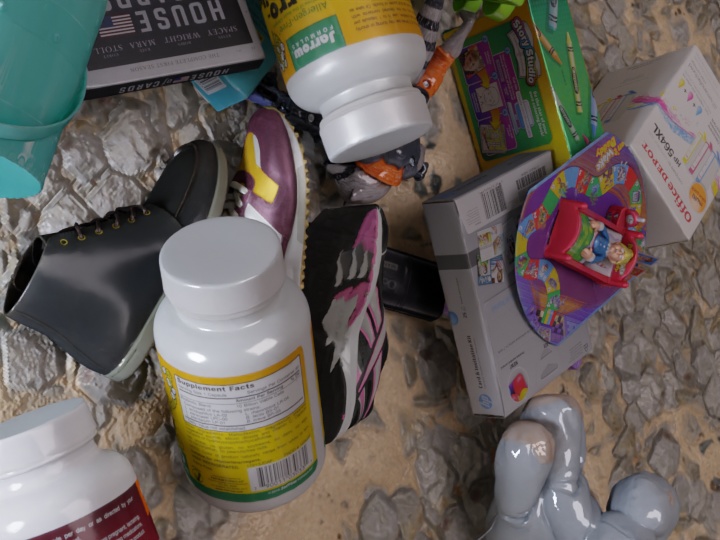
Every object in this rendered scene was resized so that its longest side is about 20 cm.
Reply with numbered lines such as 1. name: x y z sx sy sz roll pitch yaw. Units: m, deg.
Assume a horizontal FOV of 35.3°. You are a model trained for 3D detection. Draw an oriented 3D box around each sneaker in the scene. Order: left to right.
1. sneaker: -0.175 -0.030 0.835 0.106 0.075 0.201 34 65 -29
2. sneaker: -0.093 -0.027 0.880 0.090 0.075 0.202 -3 100 -21
3. sneaker: -0.011 0.040 0.948 0.086 0.080 0.201 -4 109 -59

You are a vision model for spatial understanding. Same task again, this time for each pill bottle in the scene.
1. pill bottle: -0.191 0.195 0.764 0.113 0.113 0.201 -24 98 -38
2. pill bottle: -0.087 0.067 0.815 0.113 0.112 0.201 -37 137 -36
3. pill bottle: -0.015 -0.192 0.874 0.112 0.113 0.201 -14 84 -38

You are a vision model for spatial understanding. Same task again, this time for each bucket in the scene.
1. bucket: -0.269 -0.136 0.705 0.206 0.207 0.136 18 76 -35

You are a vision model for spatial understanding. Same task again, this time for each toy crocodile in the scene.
1. toy crocodile: 0.097 -0.269 1.025 0.067 0.200 0.062 20 99 -22

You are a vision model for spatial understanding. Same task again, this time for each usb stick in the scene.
1. usb stick: 0.000 0.000 0.996 0.199 0.033 0.056 16 81 -36

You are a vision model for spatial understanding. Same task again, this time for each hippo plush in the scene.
1. hippo plush: 0.199 0.213 1.005 0.200 0.160 0.160 -51 151 -34

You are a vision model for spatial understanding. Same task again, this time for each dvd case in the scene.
1. dvd case: -0.173 -0.235 0.860 0.150 0.025 0.201 -16 80 -28

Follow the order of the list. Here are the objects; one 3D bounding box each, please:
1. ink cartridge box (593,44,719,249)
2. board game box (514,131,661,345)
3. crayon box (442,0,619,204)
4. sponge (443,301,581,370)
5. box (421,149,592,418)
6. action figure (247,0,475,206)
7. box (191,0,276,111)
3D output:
1. ink cartridge box: 0.293 -0.114 1.184 0.129 0.125 0.200 51 56 -20
2. board game box: 0.218 -0.028 1.026 0.200 0.039 0.159 -36 122 -33
3. crayon box: 0.163 -0.155 1.092 0.058 0.118 0.201 -20 96 -38
4. sponge: 0.159 0.018 1.100 0.200 0.030 0.112 26 68 -44
5. box: 0.138 0.009 1.026 0.156 0.041 0.201 -29 108 -43
6. action figure: 0.006 -0.151 0.971 0.199 0.104 0.195 12 92 -31
7. box: -0.084 -0.234 0.955 0.082 0.049 0.201 45 59 -24
